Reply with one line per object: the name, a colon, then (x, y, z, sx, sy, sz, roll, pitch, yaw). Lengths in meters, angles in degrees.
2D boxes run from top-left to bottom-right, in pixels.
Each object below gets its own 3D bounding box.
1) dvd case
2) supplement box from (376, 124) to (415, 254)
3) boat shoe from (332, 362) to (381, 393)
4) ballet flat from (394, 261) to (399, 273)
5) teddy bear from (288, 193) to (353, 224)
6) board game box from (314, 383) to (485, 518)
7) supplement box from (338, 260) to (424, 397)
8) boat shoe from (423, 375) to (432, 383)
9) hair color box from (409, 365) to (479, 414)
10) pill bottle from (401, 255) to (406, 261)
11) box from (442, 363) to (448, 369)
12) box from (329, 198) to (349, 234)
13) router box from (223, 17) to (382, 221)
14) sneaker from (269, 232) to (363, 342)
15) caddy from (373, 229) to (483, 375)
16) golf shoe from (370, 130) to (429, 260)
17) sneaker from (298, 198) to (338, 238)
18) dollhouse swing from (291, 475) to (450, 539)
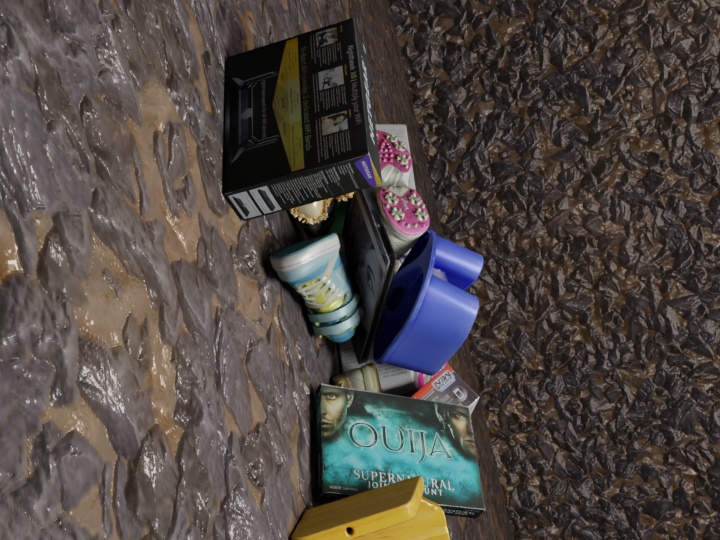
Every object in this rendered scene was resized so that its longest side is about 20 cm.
dvd case: (0.000, 0.000, 1.012, 0.201, 0.016, 0.150, 105, -26, -47)
supplement box: (0.030, -0.135, 1.315, 0.102, 0.102, 0.202, 100, -13, -55)
boat shoe: (0.003, 0.213, 0.986, 0.074, 0.065, 0.202, 75, 5, -51)
ballet flat: (0.016, -0.064, 1.123, 0.201, 0.066, 0.063, -96, 176, -52)
teddy bear: (-0.064, -0.135, 0.949, 0.067, 0.143, 0.202, 124, -26, -48)
board game box: (0.043, 0.209, 0.925, 0.028, 0.198, 0.137, 122, -27, -45)
supplement box: (0.025, 0.085, 1.143, 0.101, 0.102, 0.202, 54, 24, -64)
boat shoe: (0.075, 0.163, 1.214, 0.065, 0.074, 0.205, -1, 103, -61)
hair color box: (0.088, 0.224, 1.095, 0.064, 0.110, 0.201, 45, -25, 20)
pill bottle: (0.071, 0.014, 1.415, 0.200, 0.110, 0.112, -59, 135, -74)
box: (0.096, 0.186, 1.374, 0.200, 0.101, 0.096, 58, 22, -61)
box: (-0.021, -0.119, 1.153, 0.201, 0.048, 0.118, -92, -160, -48)
router box: (-0.065, -0.164, 0.853, 0.052, 0.155, 0.202, 59, 22, -54)
sneaker: (-0.043, 0.026, 0.942, 0.200, 0.079, 0.132, -23, 98, -77)
caddy: (0.071, 0.040, 0.995, 0.201, 0.104, 0.143, 120, -15, -51)
golf shoe: (0.028, -0.097, 1.019, 0.092, 0.074, 0.202, 114, -25, -43)
sneaker: (-0.061, -0.123, 1.061, 0.201, 0.077, 0.078, -84, 171, -49)
dollhouse swing: (0.027, 0.335, 0.751, 0.176, 0.179, 0.203, -164, -120, -80)
